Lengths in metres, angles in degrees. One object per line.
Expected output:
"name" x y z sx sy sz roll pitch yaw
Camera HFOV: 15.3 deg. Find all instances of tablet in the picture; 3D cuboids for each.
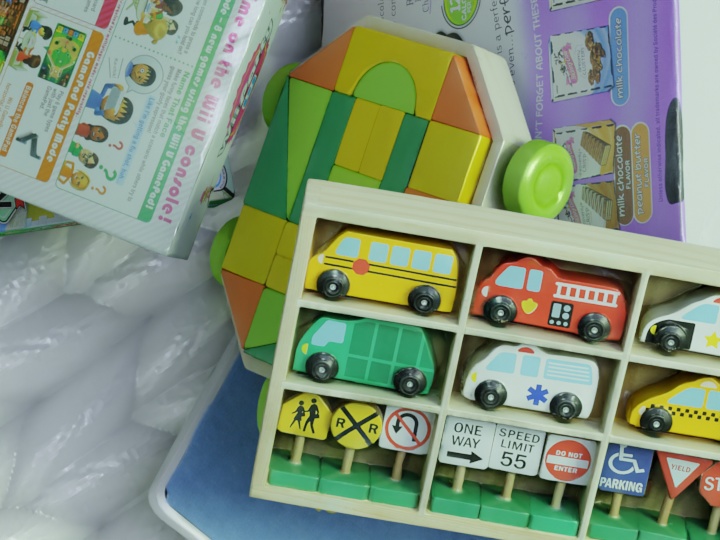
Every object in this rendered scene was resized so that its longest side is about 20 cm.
"tablet" 0.008 0.114 1.150 0.200 0.014 0.130 40 48 -13

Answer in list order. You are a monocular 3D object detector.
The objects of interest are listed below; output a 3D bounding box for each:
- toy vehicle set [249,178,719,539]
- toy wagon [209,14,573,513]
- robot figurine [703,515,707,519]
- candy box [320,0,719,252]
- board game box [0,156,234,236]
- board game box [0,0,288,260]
"toy vehicle set" 0.065 0.043 1.023 0.198 0.027 0.125 9 112 -3
"toy wagon" 0.000 0.000 1.093 0.039 0.155 0.201 19 91 -47
"robot figurine" 0.183 0.088 1.137 0.199 0.117 0.145 -18 68 -21
"candy box" 0.074 -0.073 1.119 0.071 0.199 0.169 6 81 -45
"board game box" -0.135 -0.118 1.132 0.134 0.029 0.202 -9 87 -25
"board game box" -0.137 -0.108 1.059 0.199 0.064 0.148 22 89 4
